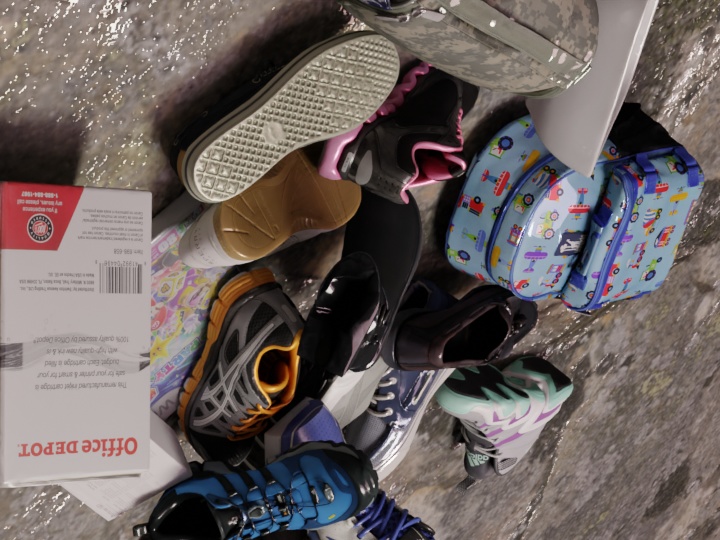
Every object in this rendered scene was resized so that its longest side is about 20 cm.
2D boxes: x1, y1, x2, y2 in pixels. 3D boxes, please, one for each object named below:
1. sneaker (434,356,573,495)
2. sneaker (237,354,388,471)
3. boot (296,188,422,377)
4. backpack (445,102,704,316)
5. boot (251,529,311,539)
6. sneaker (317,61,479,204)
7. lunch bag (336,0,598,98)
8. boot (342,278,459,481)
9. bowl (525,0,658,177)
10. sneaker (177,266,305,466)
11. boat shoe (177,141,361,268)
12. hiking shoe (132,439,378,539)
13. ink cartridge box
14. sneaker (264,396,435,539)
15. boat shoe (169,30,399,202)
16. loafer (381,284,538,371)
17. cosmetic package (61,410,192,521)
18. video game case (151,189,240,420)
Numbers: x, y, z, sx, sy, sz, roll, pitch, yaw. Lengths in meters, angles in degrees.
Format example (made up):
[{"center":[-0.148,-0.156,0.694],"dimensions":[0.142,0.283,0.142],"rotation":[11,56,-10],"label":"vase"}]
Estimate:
[{"center":[0.119,0.160,2.140],"dimensions":[0.200,0.078,0.140],"rotation":[1,123,-51],"label":"sneaker"},{"center":[-0.037,0.124,1.899],"dimensions":[0.200,0.074,0.079],"rotation":[-52,138,4],"label":"sneaker"},{"center":[0.000,0.001,1.723],"dimensions":[0.200,0.065,0.165],"rotation":[22,78,-81],"label":"boot"},{"center":[0.179,-0.051,1.932],"dimensions":[0.200,0.135,0.183],"rotation":[-9,130,-43],"label":"backpack"},{"center":[-0.100,0.244,1.980],"dimensions":[0.188,0.069,0.200],"rotation":[-30,170,9],"label":"boot"},{"center":[0.051,-0.103,1.732],"dimensions":[0.200,0.095,0.079],"rotation":[-36,148,-50],"label":"sneaker"},{"center":[0.066,-0.213,1.544],"dimensions":[0.200,0.168,0.139],"rotation":[24,113,-45],"label":"lunch bag"},{"center":[0.022,0.100,1.972],"dimensions":[0.200,0.073,0.090],"rotation":[-58,143,-2],"label":"boot"},{"center":[0.197,-0.199,1.793],"dimensions":[0.200,0.074,0.200],"rotation":[-60,167,-53],"label":"bowl"},{"center":[-0.091,0.094,1.775],"dimensions":[0.078,0.077,0.200],"rotation":[-25,143,-37],"label":"sneaker"},{"center":[-0.072,-0.048,1.692],"dimensions":[0.069,0.071,0.200],"rotation":[-21,-177,35],"label":"boat shoe"},{"center":[-0.078,0.191,1.753],"dimensions":[0.087,0.200,0.075],"rotation":[-46,118,-56],"label":"hiking shoe"},{"center":[-0.219,0.043,1.496],"dimensions":[0.144,0.084,0.201],"rotation":[2,87,-52],"label":"ink cartridge box"},{"center":[0.003,0.200,1.825],"dimensions":[0.081,0.115,0.200],"rotation":[-44,128,-37],"label":"sneaker"},{"center":[-0.058,-0.120,1.627],"dimensions":[0.200,0.062,0.075],"rotation":[-35,121,-19],"label":"boat shoe"},{"center":[0.101,0.058,1.927],"dimensions":[0.200,0.063,0.072],"rotation":[-12,109,-49],"label":"loafer"},{"center":[-0.211,0.125,1.702],"dimensions":[0.082,0.051,0.200],"rotation":[-30,149,5],"label":"cosmetic package"},{"center":[-0.154,0.038,1.725],"dimensions":[0.143,0.018,0.200],"rotation":[-42,149,-11],"label":"video game case"}]
